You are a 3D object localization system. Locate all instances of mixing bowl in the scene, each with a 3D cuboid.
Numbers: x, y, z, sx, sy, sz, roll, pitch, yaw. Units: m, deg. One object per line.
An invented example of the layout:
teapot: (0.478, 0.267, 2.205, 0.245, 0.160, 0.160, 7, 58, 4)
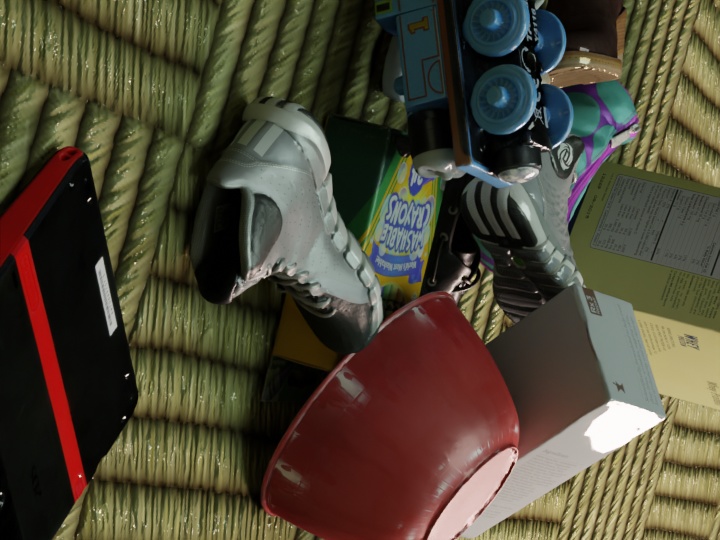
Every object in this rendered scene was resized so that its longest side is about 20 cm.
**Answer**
mixing bowl: (0.037, 0.126, 1.635, 0.200, 0.108, 0.200, -42, 159, -20)

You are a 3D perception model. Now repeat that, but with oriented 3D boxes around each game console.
game console: (-0.180, 0.058, 1.279, 0.177, 0.031, 0.200, -61, 155, -42)

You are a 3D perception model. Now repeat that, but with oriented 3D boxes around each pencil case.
pencil case: (0.153, -0.081, 1.896, 0.200, 0.092, 0.085, -55, 150, -39)

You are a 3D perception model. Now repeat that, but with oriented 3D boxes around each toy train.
toy train: (0.071, -0.149, 1.561, 0.087, 0.114, 0.200, 17, 64, -59)

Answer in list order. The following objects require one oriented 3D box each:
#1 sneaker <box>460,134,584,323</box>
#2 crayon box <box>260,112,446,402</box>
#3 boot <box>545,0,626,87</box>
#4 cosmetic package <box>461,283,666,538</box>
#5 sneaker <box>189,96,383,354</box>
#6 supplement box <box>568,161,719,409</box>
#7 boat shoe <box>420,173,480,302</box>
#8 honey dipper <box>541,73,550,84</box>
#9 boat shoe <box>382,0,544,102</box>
sneaker: (0.141, -0.040, 1.745, 0.116, 0.075, 0.200, -65, 152, -25)
crayon box: (0.000, 0.000, 1.635, 0.126, 0.052, 0.200, 7, 98, -68)
boot: (0.159, -0.225, 1.819, 0.200, 0.072, 0.166, -21, 102, -74)
cosmetic package: (0.118, 0.105, 1.726, 0.074, 0.200, 0.102, 18, 48, -43)
sneaker: (-0.057, -0.001, 1.482, 0.116, 0.075, 0.200, -51, 136, -35)
supplement box: (0.284, 0.018, 2.127, 0.134, 0.200, 0.200, -67, 156, -18)
boat shoe: (0.061, -0.014, 1.763, 0.069, 0.057, 0.200, -33, 133, -59)
honey dipper: (0.103, -0.195, 1.648, 0.038, 0.038, 0.200, 76, 4, -49)
boat shoe: (0.083, -0.182, 1.691, 0.074, 0.067, 0.200, 90, 25, -42)
